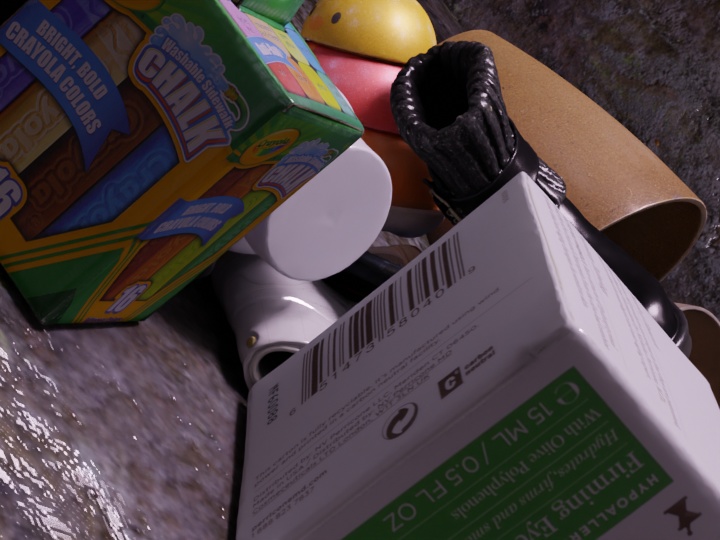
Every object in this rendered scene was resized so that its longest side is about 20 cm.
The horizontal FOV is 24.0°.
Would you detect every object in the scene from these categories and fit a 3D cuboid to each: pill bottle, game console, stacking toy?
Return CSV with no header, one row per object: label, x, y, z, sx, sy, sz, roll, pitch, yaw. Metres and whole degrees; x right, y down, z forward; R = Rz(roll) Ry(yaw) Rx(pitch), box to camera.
pill bottle,-0.070,-0.079,0.961,0.200,0.111,0.111,43,4,42
game console,0.000,0.000,1.059,0.199,0.031,0.177,23,-8,31
stacking toy,0.001,-0.130,1.067,0.145,0.201,0.146,12,7,-2

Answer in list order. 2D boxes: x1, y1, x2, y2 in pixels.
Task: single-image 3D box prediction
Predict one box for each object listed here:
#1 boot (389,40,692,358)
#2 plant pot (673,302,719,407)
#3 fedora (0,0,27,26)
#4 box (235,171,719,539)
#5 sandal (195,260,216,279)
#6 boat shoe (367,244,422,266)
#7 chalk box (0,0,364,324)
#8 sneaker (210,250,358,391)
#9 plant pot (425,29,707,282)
boot,0.096,-0.032,0.968,0.211,0.079,0.158,41,-19,52
plant pot,0.183,0.112,1.315,0.134,0.201,0.200,15,-14,39
fedora,-0.185,-0.178,0.886,0.199,0.092,0.201,15,36,-11
box,0.066,0.101,0.828,0.171,0.199,0.200,47,15,-19
sandal,-0.138,-0.067,0.922,0.043,0.076,0.200,-20,59,-30
boat shoe,0.031,0.058,1.160,0.065,0.072,0.201,2,43,-24
chalk box,-0.086,-0.082,0.800,0.124,0.200,0.125,54,13,11
sneaker,-0.001,0.071,0.988,0.199,0.074,0.116,32,23,-31
plant pot,0.109,-0.065,1.193,0.201,0.186,0.186,56,13,22
